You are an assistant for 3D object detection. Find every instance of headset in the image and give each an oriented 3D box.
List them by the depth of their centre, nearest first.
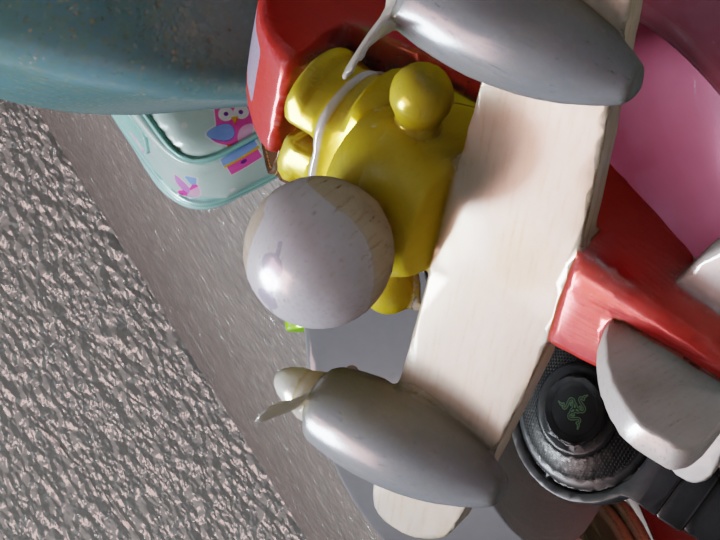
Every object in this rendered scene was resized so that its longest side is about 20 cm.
[{"bbox_3d":[0.099,0.030,0.730,0.199,0.094,0.124,33,-163,3],"label":"headset"}]

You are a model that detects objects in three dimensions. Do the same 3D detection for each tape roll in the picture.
[{"bbox_3d":[0.050,0.024,0.881,0.200,0.066,0.202,21,-114,-60],"label":"tape roll"}]

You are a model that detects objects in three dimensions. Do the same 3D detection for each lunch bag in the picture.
[{"bbox_3d":[-0.092,-0.143,1.161,0.200,0.160,0.077,55,168,21],"label":"lunch bag"}]

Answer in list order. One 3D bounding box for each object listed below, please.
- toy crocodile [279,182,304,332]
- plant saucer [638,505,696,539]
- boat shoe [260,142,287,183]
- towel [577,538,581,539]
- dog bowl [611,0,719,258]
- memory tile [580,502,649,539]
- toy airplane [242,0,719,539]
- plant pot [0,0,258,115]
[{"bbox_3d":[0.000,0.000,0.937,0.200,0.061,0.068,47,-141,-76],"label":"toy crocodile"},{"bbox_3d":[0.206,0.170,0.948,0.200,0.037,0.200,64,169,-21],"label":"plant saucer"},{"bbox_3d":[-0.051,-0.126,1.056,0.072,0.067,0.201,117,153,-49],"label":"boat shoe"},{"bbox_3d":[0.132,0.190,1.029,0.191,0.032,0.200,43,171,13],"label":"towel"},{"bbox_3d":[0.137,-0.032,0.640,0.201,0.074,0.200,56,169,17],"label":"dog bowl"},{"bbox_3d":[0.099,0.082,1.065,0.201,0.017,0.153,61,174,11],"label":"memory tile"},{"bbox_3d":[0.033,-0.008,0.601,0.199,0.141,0.201,-6,100,57],"label":"toy airplane"},{"bbox_3d":[-0.077,-0.150,0.770,0.196,0.199,0.198,5,107,64],"label":"plant pot"}]
